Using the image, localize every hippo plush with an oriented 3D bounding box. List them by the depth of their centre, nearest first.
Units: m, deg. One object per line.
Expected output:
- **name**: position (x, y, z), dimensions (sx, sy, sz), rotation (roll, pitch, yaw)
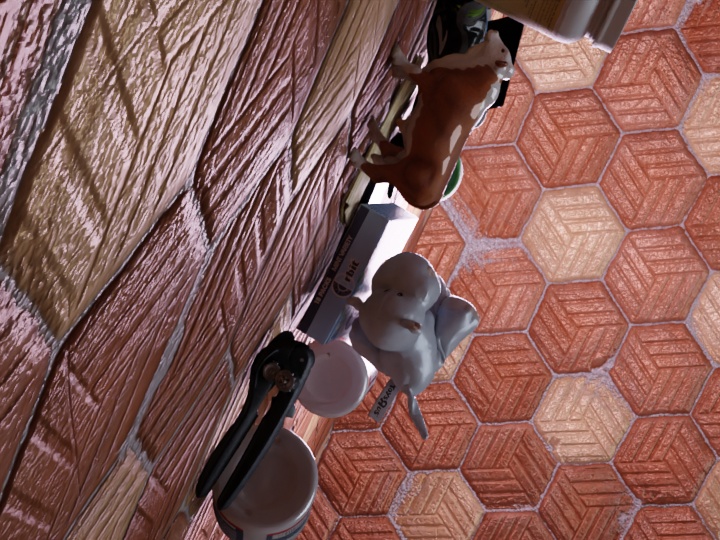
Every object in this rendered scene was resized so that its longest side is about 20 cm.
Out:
- **hippo plush**: position (0.034, 0.061, 1.540), dimensions (0.202, 0.158, 0.161), rotation (-61, 146, -19)

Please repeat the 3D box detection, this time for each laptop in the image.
- **laptop**: position (0.116, -0.200, 1.566), dimensions (0.201, 0.102, 0.179), rotation (106, 3, -49)

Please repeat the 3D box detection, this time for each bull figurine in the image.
- **bull figurine**: position (0.074, -0.164, 1.319), dimensions (0.202, 0.120, 0.065), rotation (-66, 176, 16)

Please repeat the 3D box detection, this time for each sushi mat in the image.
- **sushi mat**: position (0.024, -0.150, 1.500), dimensions (0.096, 0.012, 0.202), rotation (98, 17, -77)

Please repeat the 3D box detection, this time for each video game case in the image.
- **video game case**: position (0.003, -0.072, 1.659), dimensions (0.143, 0.019, 0.202), rotation (-54, 168, -67)

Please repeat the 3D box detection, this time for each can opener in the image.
- **can opener**: position (-0.108, 0.160, 1.344), dimensions (0.079, 0.063, 0.202), rotation (39, 76, -86)

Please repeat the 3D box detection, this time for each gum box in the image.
- **gum box**: position (0.000, 0.000, 1.609), dimensions (0.171, 0.044, 0.200), rotation (-62, 170, 9)

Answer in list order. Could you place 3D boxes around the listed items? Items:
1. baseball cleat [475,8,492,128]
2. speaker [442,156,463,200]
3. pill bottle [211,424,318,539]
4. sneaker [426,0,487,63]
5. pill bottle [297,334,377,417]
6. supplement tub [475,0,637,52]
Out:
- **baseball cleat**: position (0.139, -0.282, 1.679), dimensions (0.107, 0.069, 0.202), rotation (98, -7, -50)
- **speaker**: position (0.092, -0.142, 1.739), dimensions (0.200, 0.087, 0.089), rotation (-91, -154, -81)
- **pill bottle**: position (-0.113, 0.259, 1.478), dimensions (0.121, 0.118, 0.200), rotation (-62, 176, -22)
- **sneaker**: position (0.113, -0.307, 1.408), dimensions (0.083, 0.070, 0.201), rotation (-34, 151, -53)
- **pill bottle**: position (-0.032, 0.142, 1.830), dimensions (0.111, 0.108, 0.200), rotation (-64, 176, 5)
- **supplement tub**: position (0.169, -0.299, 1.179), dimensions (0.146, 0.198, 0.144), rotation (-63, 176, -9)
